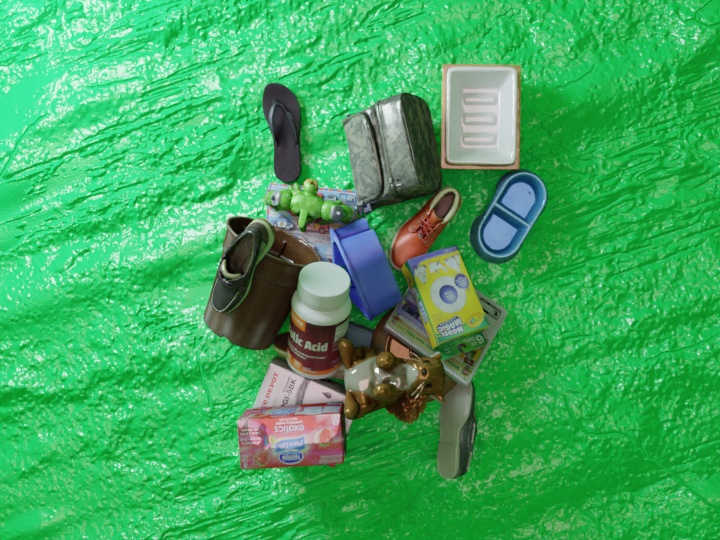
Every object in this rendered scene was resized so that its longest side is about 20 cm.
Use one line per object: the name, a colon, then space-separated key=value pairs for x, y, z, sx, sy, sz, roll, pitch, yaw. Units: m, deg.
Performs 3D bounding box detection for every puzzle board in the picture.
puzzle board: x=-0.097 y=-0.093 z=1.571 sx=0.195 sy=0.017 sz=0.154 roll=5 pitch=91 yaw=3

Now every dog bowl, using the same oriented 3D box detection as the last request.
dog bowl: x=0.299 y=-0.110 z=1.537 sx=0.110 sy=0.050 sz=0.202 roll=32 pitch=91 yaw=2

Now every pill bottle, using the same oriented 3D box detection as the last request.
pill bottle: x=-0.077 y=0.093 z=1.435 sx=0.112 sy=0.115 sz=0.203 roll=11 pitch=128 yaw=2

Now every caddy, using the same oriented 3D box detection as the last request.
caddy: x=0.000 y=0.000 z=1.493 sx=0.103 sy=0.142 sz=0.203 roll=-25 pitch=116 yaw=-4

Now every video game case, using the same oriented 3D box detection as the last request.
video game case: x=0.170 y=0.098 z=1.522 sx=0.198 sy=0.022 sz=0.183 roll=35 pitch=66 yaw=1

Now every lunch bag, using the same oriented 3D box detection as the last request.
lunch bag: x=0.054 y=-0.225 z=1.506 sx=0.165 sy=0.139 sz=0.205 roll=-13 pitch=88 yaw=31

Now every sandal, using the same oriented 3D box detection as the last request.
sandal: x=-0.153 y=-0.282 z=1.558 sx=0.074 sy=0.043 sz=0.205 roll=-11 pitch=90 yaw=2

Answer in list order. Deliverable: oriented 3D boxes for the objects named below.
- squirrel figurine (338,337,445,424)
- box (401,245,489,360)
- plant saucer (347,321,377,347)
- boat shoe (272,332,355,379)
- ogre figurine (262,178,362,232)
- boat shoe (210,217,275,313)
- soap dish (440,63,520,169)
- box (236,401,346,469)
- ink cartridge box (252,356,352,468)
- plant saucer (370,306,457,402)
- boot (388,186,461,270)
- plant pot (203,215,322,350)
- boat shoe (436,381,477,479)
squirrel figurine: x=0.070 y=0.206 z=1.433 sx=0.183 sy=0.200 sz=0.144 roll=-10 pitch=65 yaw=11
box: x=0.168 y=0.063 z=1.498 sx=0.115 sy=0.048 sz=0.204 roll=-16 pitch=76 yaw=-19
plant saucer: x=0.039 y=0.162 z=1.567 sx=0.196 sy=0.019 sz=0.071 roll=19 pitch=92 yaw=1
boat shoe: x=-0.082 y=0.179 z=1.544 sx=0.196 sy=0.073 sz=0.066 roll=13 pitch=129 yaw=4
ogre figurine: x=-0.097 y=-0.123 z=1.503 sx=0.198 sy=0.120 sz=0.099 roll=33 pitch=93 yaw=1
boat shoe: x=-0.221 y=-0.004 z=1.355 sx=0.072 sy=0.066 sz=0.202 roll=41 pitch=116 yaw=12
soap dish: x=0.236 y=-0.300 z=1.522 sx=0.153 sy=0.081 sz=0.205 roll=1 pitch=90 yaw=2
box: x=-0.126 y=0.310 z=1.452 sx=0.195 sy=0.100 sz=0.098 roll=-4 pitch=92 yaw=2
ink cartridge box: x=-0.113 y=0.281 z=1.542 sx=0.196 sy=0.083 sz=0.149 roll=22 pitch=92 yaw=2
plant saucer: x=0.117 y=0.161 z=1.538 sx=0.195 sy=0.035 sz=0.205 roll=0 pitch=82 yaw=-1
boot: x=0.125 y=-0.085 z=1.518 sx=0.075 sy=0.107 sz=0.201 roll=38 pitch=93 yaw=0
plant pot: x=-0.200 y=0.030 z=1.492 sx=0.197 sy=0.200 sz=0.201 roll=25 pitch=106 yaw=2
boat shoe: x=0.201 y=0.315 z=1.551 sx=0.061 sy=0.072 sz=0.205 roll=15 pitch=83 yaw=-41
